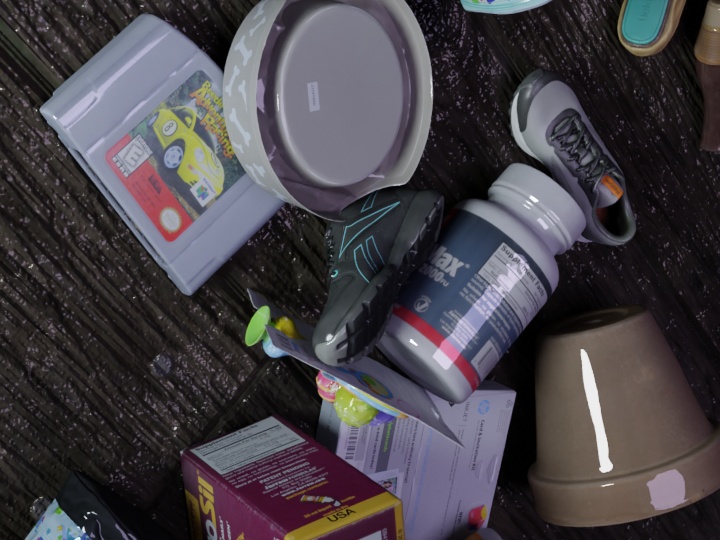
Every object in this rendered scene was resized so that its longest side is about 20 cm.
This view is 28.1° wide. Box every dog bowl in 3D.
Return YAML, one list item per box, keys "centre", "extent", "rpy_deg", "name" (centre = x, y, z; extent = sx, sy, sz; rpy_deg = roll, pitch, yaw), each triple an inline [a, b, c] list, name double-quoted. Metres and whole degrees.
- centre: [-0.028, -0.141, 1.158]
  extent: [0.199, 0.058, 0.202]
  rpy_deg: [-7, 99, -45]
  name: "dog bowl"

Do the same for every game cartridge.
- centre: [-0.144, -0.094, 1.132]
  extent: [0.133, 0.041, 0.200]
  rpy_deg: [-48, 125, -18]
  name: "game cartridge"

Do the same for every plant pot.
- centre: [0.246, 0.130, 1.392]
  extent: [0.199, 0.200, 0.176]
  rpy_deg: [-18, 97, -29]
  name: "plant pot"

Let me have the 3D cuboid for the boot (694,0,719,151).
- centre: [0.414, -0.229, 1.472]
  extent: [0.199, 0.072, 0.167]
  rpy_deg: [-29, 131, -26]
  name: "boot"

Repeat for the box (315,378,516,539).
- centre: [0.045, 0.179, 1.342]
  extent: [0.199, 0.041, 0.157]
  rpy_deg: [4, 103, -34]
  name: "box"

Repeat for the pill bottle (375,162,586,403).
- centre: [0.106, 0.007, 1.283]
  extent: [0.200, 0.119, 0.120]
  rpy_deg: [-50, 125, -13]
  name: "pill bottle"

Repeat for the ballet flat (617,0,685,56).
- centre: [0.293, -0.300, 1.365]
  extent: [0.063, 0.068, 0.201]
  rpy_deg: [7, 104, -64]
  name: "ballet flat"

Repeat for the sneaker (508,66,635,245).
- centre: [0.205, -0.105, 1.343]
  extent: [0.074, 0.079, 0.201]
  rpy_deg: [-42, 122, -15]
  name: "sneaker"

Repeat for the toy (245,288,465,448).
- centre: [-0.014, 0.096, 1.212]
  extent: [0.199, 0.115, 0.047]
  rpy_deg: [34, 100, -25]
  name: "toy"

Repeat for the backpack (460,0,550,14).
- centre: [0.113, -0.292, 1.163]
  extent: [0.199, 0.177, 0.151]
  rpy_deg: [-30, 114, -19]
  name: "backpack"

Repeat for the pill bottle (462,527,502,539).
- centre: [0.069, 0.339, 1.344]
  extent: [0.199, 0.116, 0.117]
  rpy_deg: [-31, 121, -6]
  name: "pill bottle"

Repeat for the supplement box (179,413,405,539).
- centre: [-0.055, 0.222, 1.185]
  extent: [0.103, 0.200, 0.132]
  rpy_deg: [-18, 114, -29]
  name: "supplement box"

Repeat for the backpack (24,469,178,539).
- centre: [-0.229, 0.289, 1.137]
  extent: [0.200, 0.154, 0.163]
  rpy_deg: [-42, 131, -2]
  name: "backpack"

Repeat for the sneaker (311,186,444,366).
- centre: [0.000, 0.000, 1.198]
  extent: [0.076, 0.079, 0.200]
  rpy_deg: [95, 21, -46]
  name: "sneaker"
